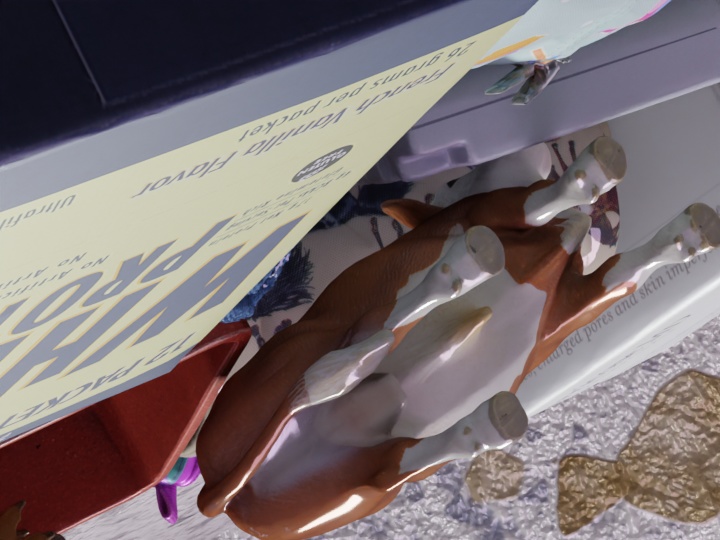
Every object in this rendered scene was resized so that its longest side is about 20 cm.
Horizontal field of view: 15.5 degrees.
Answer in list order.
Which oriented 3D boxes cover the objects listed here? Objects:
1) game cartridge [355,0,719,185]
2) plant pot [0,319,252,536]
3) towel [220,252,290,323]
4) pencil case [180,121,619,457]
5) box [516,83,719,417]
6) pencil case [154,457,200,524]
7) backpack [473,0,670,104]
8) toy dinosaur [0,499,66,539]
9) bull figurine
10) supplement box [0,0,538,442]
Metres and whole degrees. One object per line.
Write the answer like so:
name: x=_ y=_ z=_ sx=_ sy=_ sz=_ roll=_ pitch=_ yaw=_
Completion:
game cartridge: x=0.030 y=-0.061 z=0.863 sx=0.133 sy=0.041 sz=0.200 roll=-15 pitch=-173 yaw=-24
plant pot: x=-0.171 y=0.007 z=0.783 sx=0.199 sy=0.177 sz=0.200 roll=-25 pitch=170 yaw=-18
towel: x=-0.109 y=-0.051 z=0.646 sx=0.049 sy=0.199 sz=0.112 roll=-63 pitch=175 yaw=0
pencil case: x=0.000 y=0.000 z=0.936 sx=0.199 sy=0.078 sz=0.090 roll=-22 pitch=151 yaw=-31
box: x=0.098 y=-0.074 z=1.057 sx=0.130 sy=0.201 sz=0.199 roll=-20 pitch=168 yaw=-43
pencil case: x=-0.052 y=-0.012 z=1.000 sx=0.200 sy=0.092 sz=0.085 roll=-56 pitch=170 yaw=-1
backpack: x=0.011 y=-0.125 z=0.603 sx=0.200 sy=0.176 sz=0.153 roll=-18 pitch=162 yaw=-42
toy dinosaur: x=-0.136 y=0.121 z=0.768 sx=0.106 sy=0.061 sz=0.200 roll=-33 pitch=169 yaw=35
bull figurine: x=0.030 y=0.012 z=0.780 sx=0.121 sy=0.065 sz=0.200 roll=-31 pitch=-169 yaw=45
supplement box: x=-0.099 y=-0.077 z=0.474 sx=0.134 sy=0.201 sz=0.200 roll=-22 pitch=169 yaw=-30
